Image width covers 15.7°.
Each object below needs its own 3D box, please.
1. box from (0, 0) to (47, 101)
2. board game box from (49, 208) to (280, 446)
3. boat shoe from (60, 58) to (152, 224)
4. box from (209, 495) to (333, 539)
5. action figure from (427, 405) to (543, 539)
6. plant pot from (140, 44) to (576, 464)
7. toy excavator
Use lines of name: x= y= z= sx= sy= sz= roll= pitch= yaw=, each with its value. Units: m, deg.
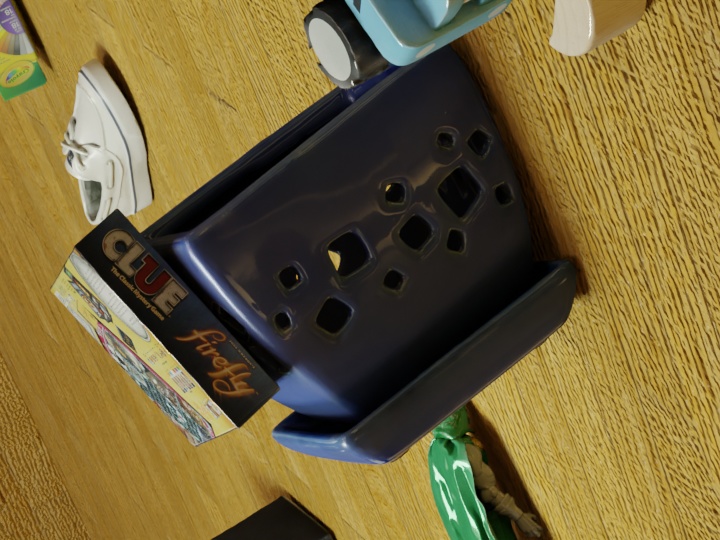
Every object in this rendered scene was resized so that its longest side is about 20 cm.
box: x=-0.383 y=-0.243 z=2.453 sx=0.048 sy=0.117 sz=0.201 roll=-116 pitch=3 yaw=-69
board game box: x=-0.117 y=0.038 z=1.519 sx=0.136 sy=0.035 sz=0.200 roll=48 pitch=168 yaw=-3
boat shoe: x=-0.230 y=-0.105 z=2.315 sx=0.074 sy=0.065 sz=0.200 roll=50 pitch=162 yaw=33
box: x=-0.097 y=0.358 z=2.493 sx=0.117 sy=0.200 sz=0.197 roll=31 pitch=148 yaw=59
action figure: x=0.090 y=0.179 z=1.831 sx=0.201 sy=0.054 sz=0.118 roll=70 pitch=165 yaw=-11
plant pot: x=0.000 y=0.000 z=1.530 sx=0.180 sy=0.200 sz=0.200 roll=54 pitch=166 yaw=-7
toy excavator: x=0.043 y=-0.161 z=1.288 sx=0.195 sy=0.100 sz=0.200 roll=56 pitch=156 yaw=10
